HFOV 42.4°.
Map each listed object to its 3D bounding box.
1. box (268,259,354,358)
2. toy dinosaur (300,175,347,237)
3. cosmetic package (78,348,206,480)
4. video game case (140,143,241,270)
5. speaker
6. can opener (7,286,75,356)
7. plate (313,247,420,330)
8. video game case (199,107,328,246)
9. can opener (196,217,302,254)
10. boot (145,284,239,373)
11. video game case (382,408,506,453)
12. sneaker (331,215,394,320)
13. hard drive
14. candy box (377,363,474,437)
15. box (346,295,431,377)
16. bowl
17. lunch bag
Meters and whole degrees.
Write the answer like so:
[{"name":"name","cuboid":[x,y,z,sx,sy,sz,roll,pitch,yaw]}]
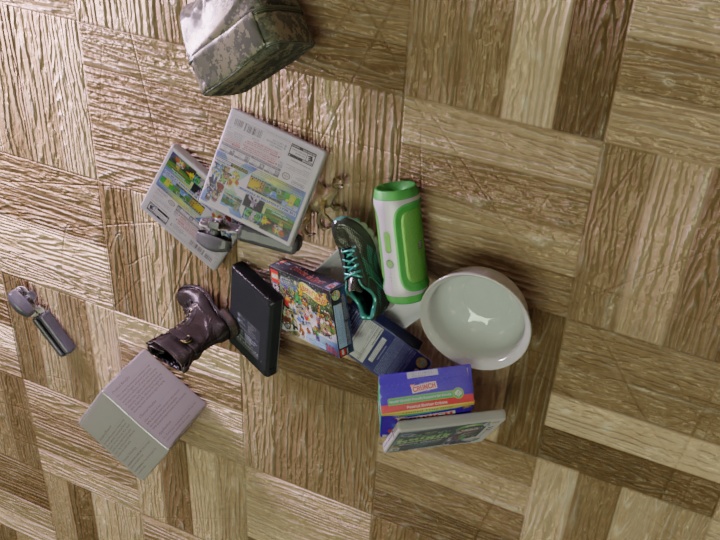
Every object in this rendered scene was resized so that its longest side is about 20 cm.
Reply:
[{"name":"box","cuboid":[-0.094,0.069,1.751,0.199,0.037,0.138,20,126,48]},{"name":"toy dinosaur","cuboid":[-0.090,-0.117,1.695,0.198,0.058,0.102,-14,97,34]},{"name":"cosmetic package","cuboid":[-0.495,0.328,2.115,0.200,0.168,0.166,42,131,-1]},{"name":"video game case","cuboid":[-0.322,-0.121,1.816,0.200,0.022,0.183,41,130,0]},{"name":"speaker","cuboid":[0.071,-0.048,1.602,0.087,0.088,0.203,2,111,27]},{"name":"can opener","cuboid":[-0.760,0.126,2.193,0.053,0.067,0.201,-22,108,37]},{"name":"plate","cuboid":[0.017,0.036,1.738,0.200,0.032,0.200,45,130,-5]},{"name":"video game case","cuboid":[-0.176,-0.168,1.665,0.198,0.022,0.184,26,103,13]},{"name":"can opener","cuboid":[-0.209,-0.056,1.729,0.198,0.053,0.068,16,107,9]},{"name":"boot","cuboid":[-0.362,0.115,1.884,0.199,0.173,0.070,31,134,33]},{"name":"video game case","cuboid":[0.150,0.297,1.707,0.197,0.024,0.182,-5,158,-10]},{"name":"sneaker","cuboid":[0.000,0.000,1.643,0.077,0.091,0.202,-16,111,33]},{"name":"hard drive","cuboid":[-0.213,0.099,1.866,0.139,0.033,0.202,39,138,33]},{"name":"candy box","cuboid":[0.115,0.240,1.687,0.167,0.078,0.200,-6,157,-1]},{"name":"box","cuboid":[0.035,0.142,1.756,0.199,0.032,0.122,35,133,4]},{"name":"bowl","cuboid":[0.210,0.067,1.613,0.199,0.091,0.203,14,126,19]},{"name":"lunch bag","cuboid":[-0.191,-0.399,1.501,0.199,0.139,0.169,-25,89,35]}]
